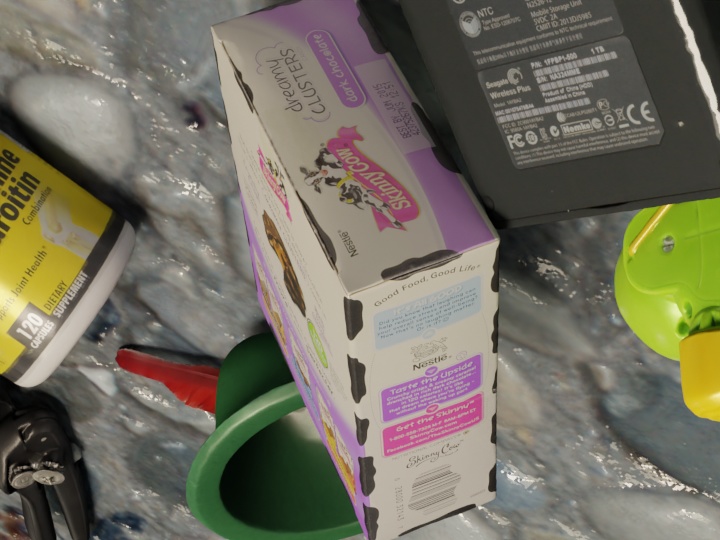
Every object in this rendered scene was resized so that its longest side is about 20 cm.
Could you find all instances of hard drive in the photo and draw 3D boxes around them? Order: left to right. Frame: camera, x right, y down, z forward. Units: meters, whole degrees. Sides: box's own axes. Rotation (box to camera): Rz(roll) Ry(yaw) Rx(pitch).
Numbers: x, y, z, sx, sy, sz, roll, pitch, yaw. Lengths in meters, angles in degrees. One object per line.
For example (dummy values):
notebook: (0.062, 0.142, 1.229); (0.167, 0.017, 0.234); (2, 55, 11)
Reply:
hard drive: (0.066, -0.118, 0.675); (0.139, 0.033, 0.202); (-7, 112, 49)

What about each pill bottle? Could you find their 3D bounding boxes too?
pill bottle: (-0.233, -0.033, 1.009); (0.199, 0.113, 0.112); (35, 146, -12)

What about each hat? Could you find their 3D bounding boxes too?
hat: (-0.045, 0.048, 1.072); (0.198, 0.177, 0.166); (-13, 141, -7)

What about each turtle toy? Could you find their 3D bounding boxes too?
turtle toy: (0.175, -0.012, 0.724); (0.100, 0.147, 0.199); (10, 163, -40)

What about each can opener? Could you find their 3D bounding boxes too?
can opener: (-0.228, 0.153, 1.320); (0.063, 0.079, 0.201); (-17, 143, -4)

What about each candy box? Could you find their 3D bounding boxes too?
candy box: (0.000, 0.000, 0.837); (0.071, 0.169, 0.201); (-19, 144, -11)
